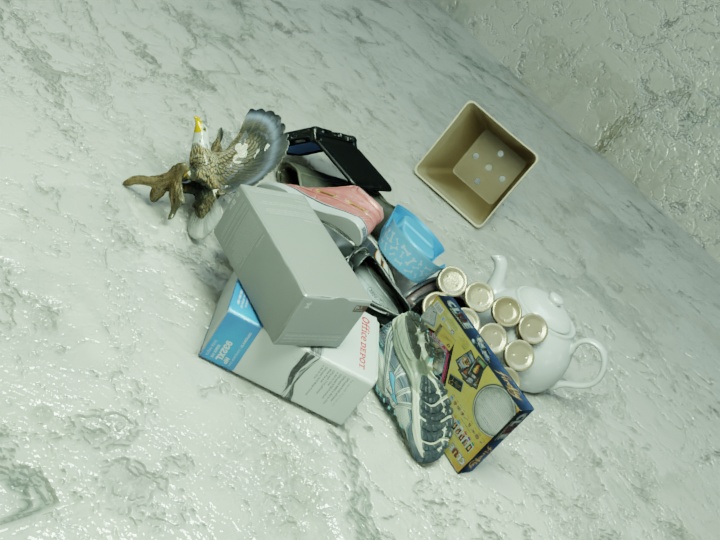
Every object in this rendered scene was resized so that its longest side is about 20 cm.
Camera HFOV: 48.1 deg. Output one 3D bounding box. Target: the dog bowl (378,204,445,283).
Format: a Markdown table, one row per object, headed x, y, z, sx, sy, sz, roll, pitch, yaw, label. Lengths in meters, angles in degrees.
| x | y | z | sx | sy | sz | roll | pitch | yaw | label |
| --- | --- | --- | --- | --- | --- | --- | --- | --- | --- |
| 0.080 | -0.041 | 1.298 | 0.111 | 0.050 | 0.200 | 43 | 15 | -8 | dog bowl |

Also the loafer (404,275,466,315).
| x | y | z | sx | sy | sz | roll | pitch | yaw | label |
| --- | --- | --- | --- | --- | --- | --- | --- | --- | --- |
| 0.130 | 0.050 | 1.329 | 0.063 | 0.072 | 0.200 | 51 | 27 | 16 | loafer |

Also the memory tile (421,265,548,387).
| x | y | z | sx | sy | sz | roll | pitch | yaw | label |
| --- | --- | --- | --- | --- | --- | --- | --- | --- | --- |
| 0.183 | 0.095 | 1.256 | 0.200 | 0.154 | 0.017 | 30 | -16 | -2 | memory tile |

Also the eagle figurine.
| x | y | z | sx | sy | sz | roll | pitch | yaw | label |
| --- | --- | --- | --- | --- | --- | --- | --- | --- | --- |
| -0.207 | -0.151 | 1.151 | 0.152 | 0.151 | 0.200 | 35 | 33 | 19 | eagle figurine |

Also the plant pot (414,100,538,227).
| x | y | z | sx | sy | sz | roll | pitch | yaw | label |
| --- | --- | --- | --- | --- | --- | --- | --- | --- | --- |
| 0.274 | -0.235 | 1.819 | 0.200 | 0.200 | 0.177 | 43 | 16 | 11 | plant pot |

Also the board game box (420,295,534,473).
| x | y | z | sx | sy | sz | roll | pitch | yaw | label |
| --- | --- | --- | --- | --- | --- | --- | --- | --- | --- |
| 0.128 | 0.152 | 1.097 | 0.035 | 0.136 | 0.200 | 6 | 41 | -45 | board game box |

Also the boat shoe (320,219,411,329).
| x | y | z | sx | sy | sz | roll | pitch | yaw | label |
| --- | --- | --- | --- | --- | --- | --- | --- | --- | --- |
| -0.001 | 0.002 | 1.128 | 0.074 | 0.066 | 0.200 | -35 | 90 | -33 | boat shoe |

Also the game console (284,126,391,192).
| x | y | z | sx | sy | sz | roll | pitch | yaw | label |
| --- | --- | --- | --- | --- | --- | --- | --- | --- | --- |
| -0.061 | -0.182 | 1.410 | 0.200 | 0.175 | 0.117 | -10 | 91 | -70 | game console |

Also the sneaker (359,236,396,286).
| x | y | z | sx | sy | sz | roll | pitch | yaw | label |
| --- | --- | --- | --- | --- | --- | --- | --- | --- | --- |
| 0.002 | 0.010 | 1.228 | 0.079 | 0.078 | 0.200 | 16 | 35 | -45 | sneaker |

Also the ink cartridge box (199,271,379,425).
| x | y | z | sx | sy | sz | roll | pitch | yaw | label |
| --- | --- | --- | --- | --- | --- | --- | --- | --- | --- |
| -0.083 | 0.082 | 1.012 | 0.200 | 0.084 | 0.145 | 29 | 27 | -14 | ink cartridge box |

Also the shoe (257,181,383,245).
| x | y | z | sx | sy | sz | roll | pitch | yaw | label |
| --- | --- | --- | --- | --- | --- | --- | --- | --- | --- |
| -0.065 | -0.101 | 1.274 | 0.200 | 0.072 | 0.091 | 22 | 36 | 18 | shoe |

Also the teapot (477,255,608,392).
| x | y | z | sx | sy | sz | roll | pitch | yaw | label |
| --- | --- | --- | --- | --- | --- | --- | --- | --- | --- |
| 0.290 | 0.099 | 1.355 | 0.200 | 0.146 | 0.198 | 24 | 30 | -25 | teapot |

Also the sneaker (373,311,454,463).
| x | y | z | sx | sy | sz | roll | pitch | yaw | label |
| --- | --- | --- | --- | --- | --- | --- | --- | --- | --- |
| 0.064 | 0.161 | 1.080 | 0.078 | 0.086 | 0.201 | 17 | 56 | -47 | sneaker |

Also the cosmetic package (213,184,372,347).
| x | y | z | sx | sy | sz | roll | pitch | yaw | label |
| --- | --- | --- | --- | --- | --- | --- | --- | --- | --- |
| -0.085 | -0.007 | 0.967 | 0.107 | 0.090 | 0.200 | 9 | 40 | -41 | cosmetic package |

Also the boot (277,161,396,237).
| x | y | z | sx | sy | sz | roll | pitch | yaw | label |
| --- | --- | --- | --- | --- | --- | --- | --- | --- | --- |
| -0.029 | -0.118 | 1.397 | 0.200 | 0.073 | 0.182 | 17 | 19 | -45 | boot |
